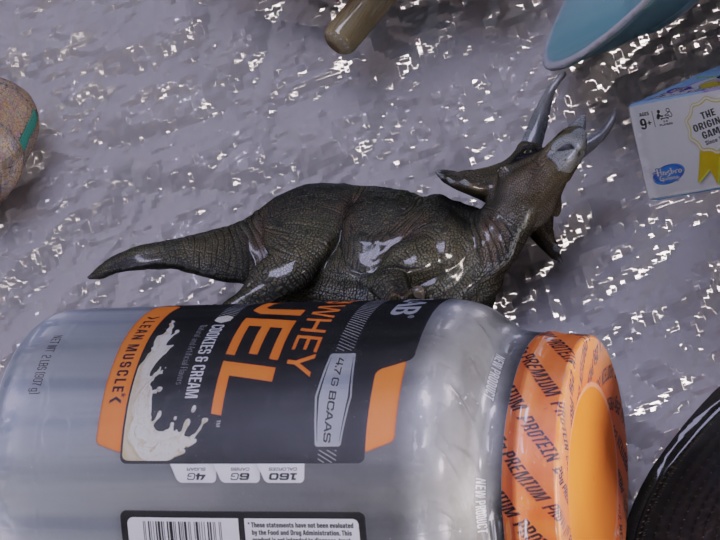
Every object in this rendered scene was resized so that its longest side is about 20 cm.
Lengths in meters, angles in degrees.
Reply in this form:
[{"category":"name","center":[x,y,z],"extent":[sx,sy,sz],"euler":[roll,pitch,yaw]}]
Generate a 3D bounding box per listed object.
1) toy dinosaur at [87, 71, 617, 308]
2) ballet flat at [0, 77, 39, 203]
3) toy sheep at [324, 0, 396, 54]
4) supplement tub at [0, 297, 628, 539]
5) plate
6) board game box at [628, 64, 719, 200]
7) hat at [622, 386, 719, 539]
[{"category":"toy dinosaur","center":[0.000,0.000,0.946],"extent":[0.199,0.077,0.102],"euler":[-9,36,25]},{"category":"ballet flat","center":[-0.224,-0.063,1.081],"extent":[0.199,0.068,0.067],"euler":[10,42,21]},{"category":"toy sheep","center":[-0.011,-0.174,1.021],"extent":[0.200,0.138,0.138],"euler":[36,75,18]},{"category":"supplement tub","center":[-0.016,0.071,0.860],"extent":[0.199,0.123,0.123],"euler":[-2,57,19]},{"category":"plate","center":[0.138,-0.148,0.941],"extent":[0.026,0.200,0.200],"euler":[36,70,-8]},{"category":"board game box","center":[0.207,-0.067,0.843],"extent":[0.199,0.134,0.034],"euler":[-9,98,32]},{"category":"hat","center":[0.173,0.071,0.812],"extent":[0.200,0.081,0.201],"euler":[-10,56,15]}]
